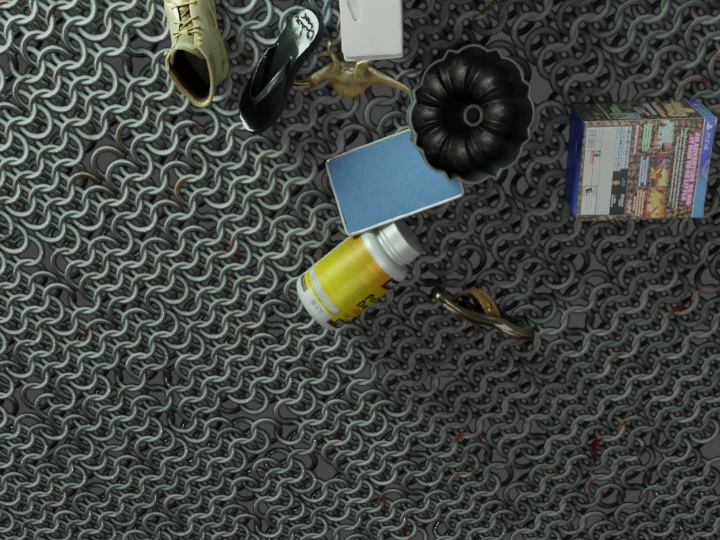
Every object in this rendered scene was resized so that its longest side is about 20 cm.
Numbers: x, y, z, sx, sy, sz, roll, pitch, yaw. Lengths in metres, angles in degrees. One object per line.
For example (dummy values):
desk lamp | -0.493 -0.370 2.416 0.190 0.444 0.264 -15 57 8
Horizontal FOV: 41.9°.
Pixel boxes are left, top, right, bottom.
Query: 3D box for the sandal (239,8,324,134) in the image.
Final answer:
sandal | -0.128 -0.299 1.396 0.076 0.043 0.202 39 108 27

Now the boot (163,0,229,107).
boot | -0.246 -0.342 1.328 0.072 0.156 0.202 -13 116 7

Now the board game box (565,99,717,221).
board game box | 0.424 -0.170 1.444 0.197 0.097 0.162 -1 116 1

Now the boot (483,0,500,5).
boot | 0.145 -0.476 1.304 0.149 0.073 0.203 11 89 -24

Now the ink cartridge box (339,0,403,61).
ink cartridge box | 0.016 -0.384 1.282 0.084 0.201 0.148 -2 117 1

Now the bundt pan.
bundt pan | 0.156 -0.234 1.403 0.199 0.076 0.205 -3 103 -15

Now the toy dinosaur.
toy dinosaur | -0.003 -0.303 1.415 0.197 0.059 0.102 4 132 -1

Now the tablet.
tablet | 0.052 -0.145 1.471 0.197 0.014 0.132 -19 82 9

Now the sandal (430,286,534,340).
sandal | 0.209 0.062 1.572 0.198 0.082 0.055 22 98 -9

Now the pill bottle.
pill bottle | 0.000 0.000 1.522 0.199 0.110 0.109 -38 111 18
